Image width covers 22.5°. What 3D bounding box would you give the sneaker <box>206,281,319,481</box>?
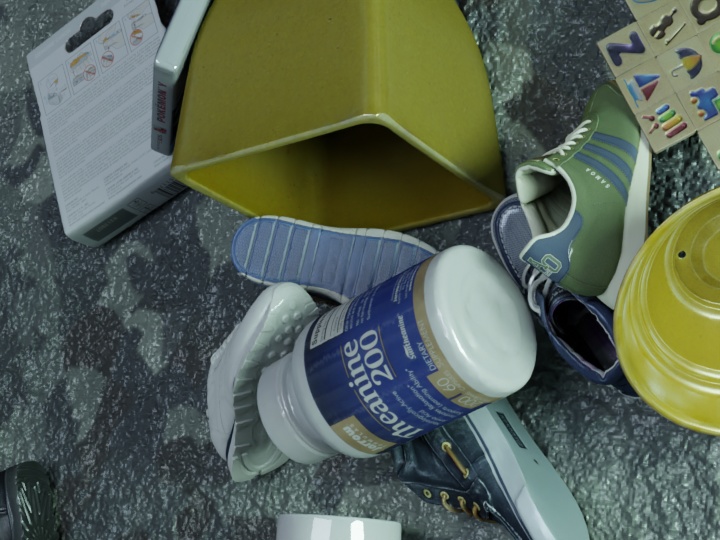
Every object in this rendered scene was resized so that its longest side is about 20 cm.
[{"bbox_3d":[-0.087,0.077,1.431,0.081,0.076,0.201,56,142,36],"label":"sneaker"}]

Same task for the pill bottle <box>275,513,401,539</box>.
[{"bbox_3d":[-0.023,0.287,1.357,0.113,0.114,0.203,-2,78,33],"label":"pill bottle"}]

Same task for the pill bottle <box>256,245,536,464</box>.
[{"bbox_3d":[0.020,0.069,1.311,0.199,0.110,0.112,-29,65,36],"label":"pill bottle"}]

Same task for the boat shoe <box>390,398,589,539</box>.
[{"bbox_3d":[0.092,0.161,1.339,0.091,0.071,0.201,-44,52,19],"label":"boat shoe"}]

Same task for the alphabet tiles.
[{"bbox_3d":[0.276,-0.169,1.281,0.199,0.006,0.168,-28,64,7],"label":"alphabet tiles"}]

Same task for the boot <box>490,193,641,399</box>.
[{"bbox_3d":[0.149,0.008,1.315,0.073,0.090,0.200,-51,58,15],"label":"boot"}]

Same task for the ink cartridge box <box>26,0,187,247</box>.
[{"bbox_3d":[-0.214,-0.146,1.627,0.162,0.057,0.202,-31,56,25],"label":"ink cartridge box"}]

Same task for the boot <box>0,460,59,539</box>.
[{"bbox_3d":[-0.358,0.276,1.615,0.198,0.065,0.166,-23,59,25],"label":"boot"}]

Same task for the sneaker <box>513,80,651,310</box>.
[{"bbox_3d":[0.154,-0.069,1.283,0.067,0.089,0.202,123,160,-48],"label":"sneaker"}]

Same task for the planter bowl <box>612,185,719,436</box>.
[{"bbox_3d":[0.261,0.007,1.217,0.200,0.200,0.084,-42,24,19],"label":"planter bowl"}]

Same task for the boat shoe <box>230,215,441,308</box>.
[{"bbox_3d":[0.000,0.000,1.424,0.198,0.072,0.073,18,88,9],"label":"boat shoe"}]

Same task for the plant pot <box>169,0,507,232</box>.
[{"bbox_3d":[-0.013,-0.154,1.408,0.193,0.195,0.202,-12,65,31],"label":"plant pot"}]

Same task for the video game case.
[{"bbox_3d":[-0.127,-0.215,1.481,0.023,0.182,0.202,20,71,-1],"label":"video game case"}]
